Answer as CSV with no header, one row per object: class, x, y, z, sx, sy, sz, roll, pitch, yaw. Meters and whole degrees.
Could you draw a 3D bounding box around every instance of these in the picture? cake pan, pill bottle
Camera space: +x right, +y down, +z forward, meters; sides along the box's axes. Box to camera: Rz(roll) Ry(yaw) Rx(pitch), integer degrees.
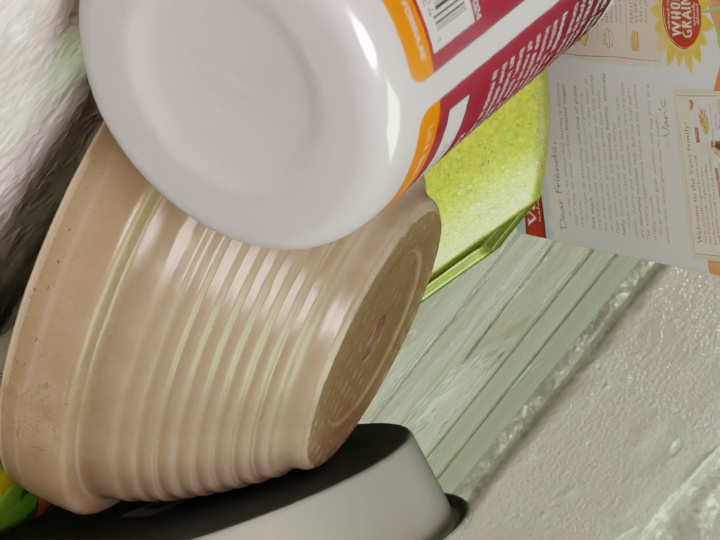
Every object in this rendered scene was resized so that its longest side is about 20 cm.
cake pan,-0.059,0.099,0.963,0.199,0.037,0.200,-17,-175,2
pill bottle,0.015,-0.099,0.822,0.200,0.113,0.113,-41,167,-45

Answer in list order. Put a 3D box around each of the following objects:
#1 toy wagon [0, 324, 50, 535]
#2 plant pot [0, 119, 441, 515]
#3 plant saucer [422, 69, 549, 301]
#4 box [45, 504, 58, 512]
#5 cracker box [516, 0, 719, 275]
toy wagon,-0.149,0.085,1.012,0.155,0.040,0.200,-44,169,-29
plant pot,-0.034,0.003,0.926,0.201,0.092,0.201,-59,166,-25
plant saucer,0.000,0.000,1.157,0.199,0.048,0.200,-36,176,-8
box,-0.089,0.168,1.085,0.200,0.158,0.051,-43,-171,-13
cracker box,0.131,-0.075,1.137,0.057,0.135,0.200,-10,-169,-25
